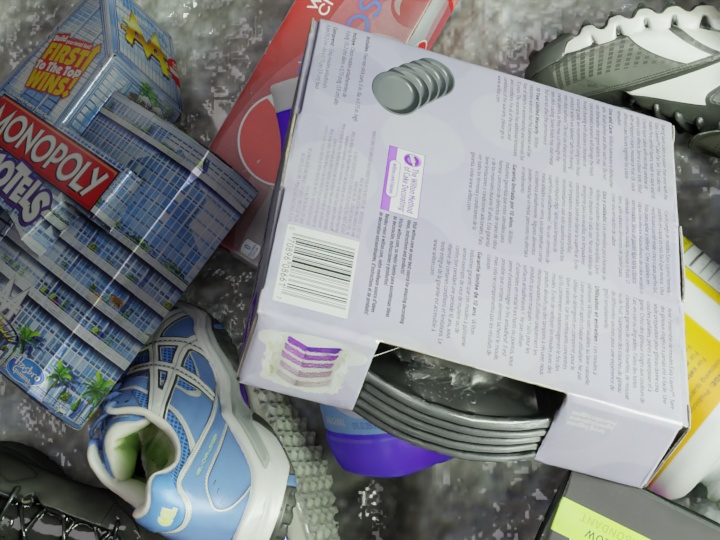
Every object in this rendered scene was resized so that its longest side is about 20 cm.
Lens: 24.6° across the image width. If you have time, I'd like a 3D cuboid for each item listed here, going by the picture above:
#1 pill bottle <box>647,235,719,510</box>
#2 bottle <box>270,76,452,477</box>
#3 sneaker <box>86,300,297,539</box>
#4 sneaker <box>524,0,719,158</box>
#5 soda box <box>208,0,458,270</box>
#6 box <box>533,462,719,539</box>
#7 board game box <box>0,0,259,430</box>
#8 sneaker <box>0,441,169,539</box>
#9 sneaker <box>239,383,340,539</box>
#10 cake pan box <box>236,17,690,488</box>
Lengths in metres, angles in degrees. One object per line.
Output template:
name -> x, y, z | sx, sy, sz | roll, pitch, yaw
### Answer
pill bottle -> 0.143, 0.037, 0.832 | 0.200, 0.109, 0.110 | 40, 91, 12
bottle -> 0.000, 0.000, 0.829 | 0.065, 0.083, 0.202 | -16, 97, -27
sneaker -> -0.103, 0.069, 0.843 | 0.200, 0.076, 0.076 | 45, 117, 51
sneaker -> 0.186, -0.092, 0.862 | 0.197, 0.066, 0.092 | -5, 80, 6
soda box -> -0.020, -0.096, 0.897 | 0.070, 0.063, 0.201 | 31, 88, 11
box -> 0.142, 0.174, 0.769 | 0.147, 0.200, 0.125 | 24, 87, 11
board game box -> -0.152, -0.049, 0.872 | 0.199, 0.062, 0.201 | 30, 82, 47
sneaker -> -0.158, 0.139, 0.855 | 0.198, 0.091, 0.077 | 11, 86, 29
sneaker -> -0.058, 0.157, 0.871 | 0.099, 0.070, 0.202 | -20, 79, 12
cake pan box -> 0.049, -0.011, 0.721 | 0.182, 0.053, 0.201 | 13, 45, -6
